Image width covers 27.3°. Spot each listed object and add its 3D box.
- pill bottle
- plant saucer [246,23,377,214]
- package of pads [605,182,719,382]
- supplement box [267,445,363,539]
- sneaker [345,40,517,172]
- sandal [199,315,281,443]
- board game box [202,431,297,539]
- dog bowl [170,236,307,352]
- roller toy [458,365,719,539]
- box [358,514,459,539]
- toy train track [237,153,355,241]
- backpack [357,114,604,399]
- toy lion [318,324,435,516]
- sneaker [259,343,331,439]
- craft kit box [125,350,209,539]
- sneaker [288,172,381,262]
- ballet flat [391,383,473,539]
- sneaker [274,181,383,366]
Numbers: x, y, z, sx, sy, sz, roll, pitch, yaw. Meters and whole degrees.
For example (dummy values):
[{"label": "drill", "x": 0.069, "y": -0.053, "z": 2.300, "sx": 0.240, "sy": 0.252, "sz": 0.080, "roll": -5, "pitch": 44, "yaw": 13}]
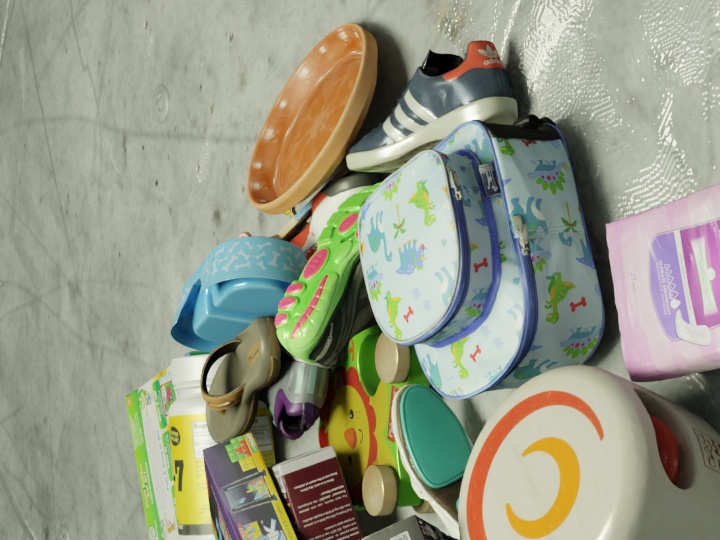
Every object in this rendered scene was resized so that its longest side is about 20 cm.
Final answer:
[{"label": "pill bottle", "x": -0.149, "y": 0.192, "z": 1.602, "sx": 0.114, "sy": 0.113, "sz": 0.202, "roll": -14, "pitch": 80, "yaw": 56}, {"label": "plant saucer", "x": -0.043, "y": -0.143, "z": 1.431, "sx": 0.200, "sy": 0.032, "sz": 0.201, "roll": -45, "pitch": 28, "yaw": 32}, {"label": "package of pads", "x": 0.256, "y": 0.003, "z": 1.005, "sx": 0.200, "sy": 0.075, "sz": 0.122, "roll": -21, "pitch": 77, "yaw": 55}, {"label": "supplement box", "x": -0.031, "y": 0.274, "z": 1.417, "sx": 0.109, "sy": 0.060, "sz": 0.202, "roll": 143, "pitch": 109, "yaw": -73}, {"label": "sneaker", "x": 0.058, "y": -0.144, "z": 1.307, "sx": 0.199, "sy": 0.075, "sz": 0.085, "roll": -19, "pitch": 77, "yaw": 46}, {"label": "sandal", "x": -0.128, "y": 0.108, "z": 1.463, "sx": 0.200, "sy": 0.054, "sz": 0.082, "roll": 128, "pitch": 135, "yaw": -56}, {"label": "board game box", "x": -0.092, "y": 0.285, "z": 1.421, "sx": 0.166, "sy": 0.056, "sz": 0.201, "roll": 90, "pitch": 158, "yaw": -52}, {"label": "dog bowl", "x": -0.115, "y": 0.025, "z": 1.444, "sx": 0.200, "sy": 0.111, "sz": 0.050, "roll": 136, "pitch": 139, "yaw": -56}, {"label": "roller toy", "x": 0.175, "y": 0.172, "z": 1.057, "sx": 0.199, "sy": 0.139, "sz": 0.184, "roll": 11, "pitch": 78, "yaw": 57}, {"label": "box", "x": 0.074, "y": 0.278, "z": 1.117, "sx": 0.049, "sy": 0.200, "sz": 0.159, "roll": -26, "pitch": 68, "yaw": 8}, {"label": "toy train track", "x": -0.063, "y": -0.064, "z": 1.469, "sx": 0.200, "sy": 0.114, "sz": 0.033, "roll": -43, "pitch": 81, "yaw": 33}, {"label": "backpack", "x": 0.092, "y": -0.001, "z": 1.194, "sx": 0.183, "sy": 0.146, "sz": 0.202, "roll": -37, "pitch": 64, "yaw": 54}, {"label": "toy lion", "x": 0.012, "y": 0.137, "z": 1.410, "sx": 0.191, "sy": 0.068, "sz": 0.202, "roll": 27, "pitch": 114, "yaw": 62}, {"label": "sneaker", "x": -0.079, "y": 0.129, "z": 1.484, "sx": 0.200, "sy": 0.074, "sz": 0.088, "roll": 133, "pitch": 147, "yaw": -69}, {"label": "craft kit box", "x": -0.210, "y": 0.219, "z": 1.763, "sx": 0.197, "sy": 0.048, "sz": 0.202, "roll": -31, "pitch": 66, "yaw": 51}, {"label": "sneaker", "x": -0.020, "y": -0.005, "z": 1.438, "sx": 0.201, "sy": 0.067, "sz": 0.109, "roll": -47, "pitch": 55, "yaw": 52}, {"label": "ballet flat", "x": 0.080, "y": 0.194, "z": 1.282, "sx": 0.201, "sy": 0.069, "sz": 0.070, "roll": 56, "pitch": 137, "yaw": 21}, {"label": "sneaker", "x": 0.000, "y": 0.000, "z": 1.349, "sx": 0.077, "sy": 0.084, "sz": 0.200, "roll": 28, "pitch": 76, "yaw": 45}]
